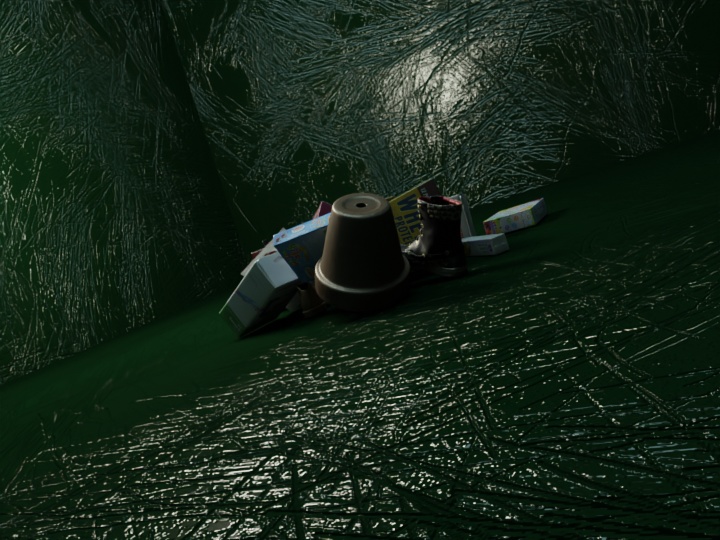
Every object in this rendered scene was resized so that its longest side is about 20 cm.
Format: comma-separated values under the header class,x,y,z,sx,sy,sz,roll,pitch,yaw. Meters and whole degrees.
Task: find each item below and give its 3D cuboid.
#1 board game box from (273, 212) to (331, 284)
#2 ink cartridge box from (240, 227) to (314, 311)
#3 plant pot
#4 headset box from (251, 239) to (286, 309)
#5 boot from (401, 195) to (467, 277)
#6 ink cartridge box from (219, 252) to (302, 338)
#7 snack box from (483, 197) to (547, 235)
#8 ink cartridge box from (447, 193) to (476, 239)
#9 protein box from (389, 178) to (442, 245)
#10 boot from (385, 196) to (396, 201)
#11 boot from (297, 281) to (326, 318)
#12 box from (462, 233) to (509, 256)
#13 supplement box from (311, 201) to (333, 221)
class,x,y,z,sx,sy,sz,roll,pitch,yaw
board game box,-0.070,-0.055,1.239,0.196,0.037,0.152,-21,-39,10
ink cartridge box,-0.180,-0.007,1.443,0.199,0.173,0.044,-41,22,30
plant pot,0.001,-0.048,1.110,0.195,0.178,0.202,-2,31,1
headset box,-0.243,0.008,1.656,0.073,0.205,0.149,-17,6,6
boot,0.133,-0.076,1.177,0.197,0.154,0.072,17,30,41
ink cartridge box,-0.227,0.052,1.365,0.201,0.088,0.144,-50,-14,33
snack box,0.446,-0.152,1.628,0.140,0.054,0.199,-17,6,31
ink cartridge box,0.209,-0.111,1.565,0.196,0.149,0.083,-16,4,25
protein box,0.120,-0.094,1.387,0.195,0.137,0.200,-28,-9,2
boot,0.135,-0.146,1.868,0.065,0.205,0.174,-13,8,43
boot,-0.116,0.060,1.375,0.072,0.077,0.200,-23,3,-1
box,0.282,-0.059,1.346,0.041,0.040,0.200,-21,6,-14
supplement box,-0.084,-0.090,1.611,0.128,0.105,0.200,18,-25,-10
